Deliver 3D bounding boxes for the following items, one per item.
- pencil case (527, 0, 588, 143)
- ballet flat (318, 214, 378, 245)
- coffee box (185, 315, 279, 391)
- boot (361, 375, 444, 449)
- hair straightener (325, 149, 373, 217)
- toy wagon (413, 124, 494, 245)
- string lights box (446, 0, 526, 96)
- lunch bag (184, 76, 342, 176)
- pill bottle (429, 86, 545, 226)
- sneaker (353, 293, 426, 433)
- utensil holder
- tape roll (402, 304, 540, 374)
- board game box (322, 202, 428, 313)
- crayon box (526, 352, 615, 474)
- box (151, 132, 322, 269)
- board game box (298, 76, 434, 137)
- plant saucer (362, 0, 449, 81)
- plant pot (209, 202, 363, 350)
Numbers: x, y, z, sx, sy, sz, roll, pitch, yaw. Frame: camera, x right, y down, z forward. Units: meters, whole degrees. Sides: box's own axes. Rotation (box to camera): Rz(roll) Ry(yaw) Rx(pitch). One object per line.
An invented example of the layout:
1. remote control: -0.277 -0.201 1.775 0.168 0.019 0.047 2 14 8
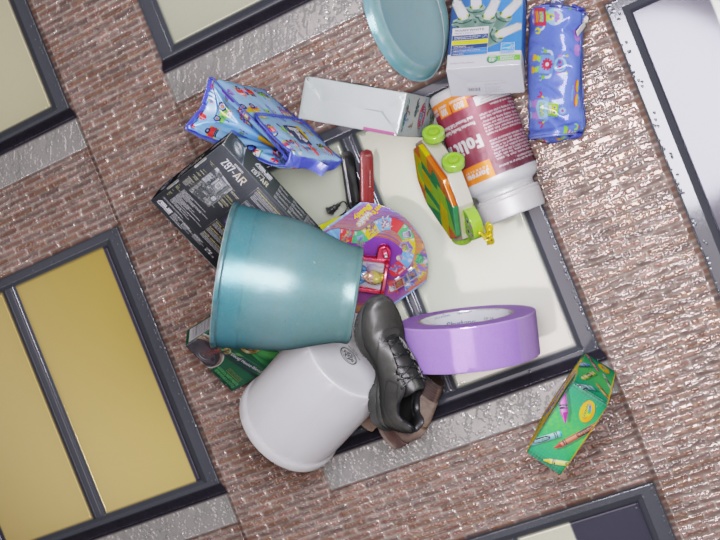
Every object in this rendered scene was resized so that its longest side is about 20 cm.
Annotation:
1. pencil case: 0.280 -0.280 1.583 0.087 0.078 0.201 6 100 39
2. ballet flat: -0.063 -0.034 1.700 0.199 0.067 0.067 -13 119 34
3. coffee box: -0.161 0.095 1.754 0.200 0.044 0.123 -31 119 17
4. boot: 0.033 0.172 1.726 0.200 0.070 0.146 48 119 18
5. hair straightener: -0.013 -0.085 1.725 0.077 0.041 0.201 2 103 31
6. toy wagon: 0.130 -0.105 1.588 0.039 0.156 0.200 -21 46 -8
7. string lights box: 0.178 -0.338 1.557 0.102 0.059 0.201 -2 58 13
8. lunch bag: -0.131 -0.193 1.662 0.200 0.150 0.094 35 105 21
9. pill bottle: 0.185 -0.173 1.607 0.114 0.114 0.201 -21 90 18
10. sneaker: 0.051 0.129 1.532 0.091 0.076 0.201 10 117 56
11. utensil holder: -0.062 0.176 1.664 0.170 0.170 0.200 46 129 7
12. tape roll: 0.154 0.097 1.605 0.199 0.200 0.066 -6 95 17
13. board game box: 0.000 0.000 1.648 0.200 0.039 0.158 -36 105 8
14. crayon box: 0.298 0.196 1.574 0.058 0.200 0.119 33 104 9
15. box: -0.178 -0.078 1.618 0.160 0.044 0.200 -34 109 30
16. board game box: 0.016 -0.232 1.605 0.147 0.200 0.065 13 101 15
17. plant saucer: 0.068 -0.370 1.604 0.027 0.200 0.201 -26 89 -25
18. plant pot: -0.095 0.021 1.526 0.187 0.200 0.201 9 100 -2
